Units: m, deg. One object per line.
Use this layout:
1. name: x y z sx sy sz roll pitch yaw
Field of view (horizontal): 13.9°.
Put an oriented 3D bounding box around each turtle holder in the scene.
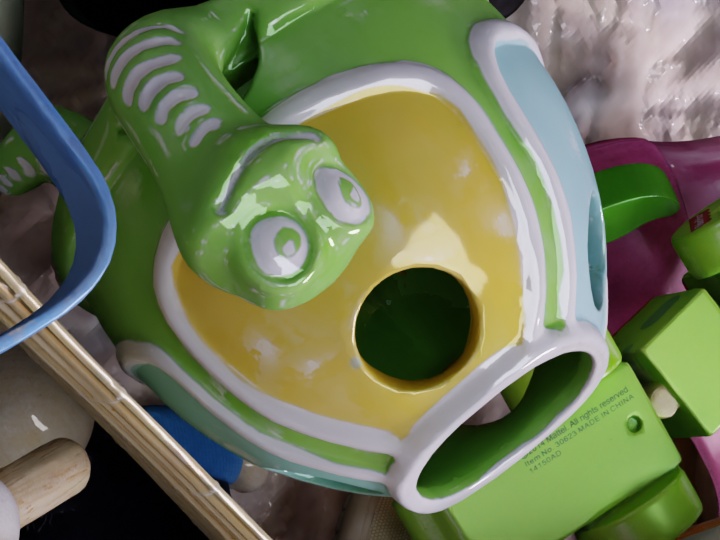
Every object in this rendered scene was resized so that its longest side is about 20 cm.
1. turtle holder: 0.000 -0.017 0.747 0.141 0.132 0.186 -31 161 -20

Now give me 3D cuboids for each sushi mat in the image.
1. sushi mat: -0.064 0.036 0.753 0.012 0.096 0.200 -47 130 -7

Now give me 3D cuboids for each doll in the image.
1. doll: -0.062 0.105 0.854 0.137 0.048 0.201 -52 130 -41

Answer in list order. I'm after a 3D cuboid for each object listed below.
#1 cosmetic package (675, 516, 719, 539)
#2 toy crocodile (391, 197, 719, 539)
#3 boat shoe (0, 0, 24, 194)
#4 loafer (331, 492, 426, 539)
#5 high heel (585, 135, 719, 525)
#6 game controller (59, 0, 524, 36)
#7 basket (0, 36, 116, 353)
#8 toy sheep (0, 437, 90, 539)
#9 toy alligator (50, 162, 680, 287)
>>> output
1. cosmetic package: 0.098 0.118 0.869 0.200 0.101 0.072 -17 84 -59
2. toy crocodile: 0.094 0.032 0.901 0.200 0.062 0.068 -37 97 -20
3. boat shoe: -0.116 -0.093 0.750 0.060 0.072 0.202 5 115 -2
4. loafer: 0.046 0.136 0.935 0.076 0.068 0.200 -73 148 -41
5. high heel: 0.094 0.051 0.977 0.095 0.067 0.201 -11 118 -19
6. game controller: -0.014 -0.119 0.827 0.199 0.042 0.105 -8 109 -50
7. basket: -0.160 -0.042 0.558 0.176 0.139 0.201 -33 91 -29
8. toy sheep: -0.149 0.047 0.703 0.138 0.200 0.138 -46 168 -13
9. toy alligator: 0.000 0.000 0.884 0.199 0.059 0.054 -9 144 -21
